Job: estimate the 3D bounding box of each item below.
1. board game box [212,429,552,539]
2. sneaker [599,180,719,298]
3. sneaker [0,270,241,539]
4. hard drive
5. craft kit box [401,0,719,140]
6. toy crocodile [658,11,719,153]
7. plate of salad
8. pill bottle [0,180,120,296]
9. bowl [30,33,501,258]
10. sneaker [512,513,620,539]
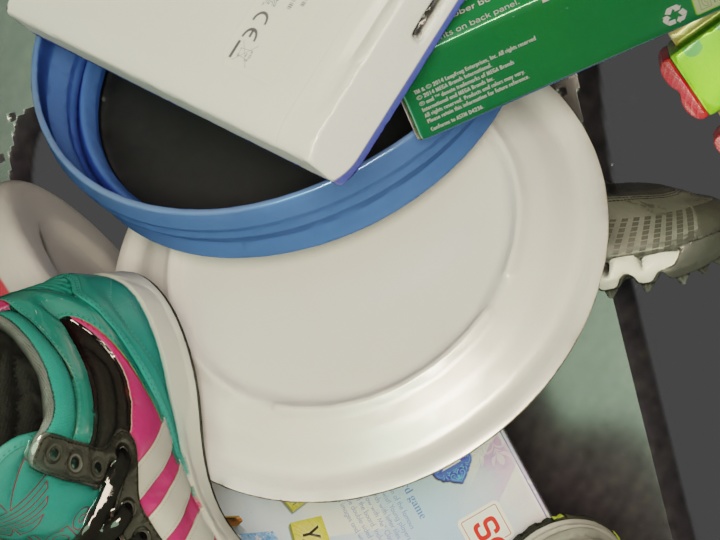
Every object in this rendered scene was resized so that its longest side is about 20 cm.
[{"bbox_3d":[-0.009,0.145,1.020,0.199,0.041,0.201,-29,104,0],"label":"board game box"},{"bbox_3d":[0.051,-0.037,1.028,0.199,0.066,0.091,1,101,10],"label":"sneaker"},{"bbox_3d":[-0.096,0.092,0.889,0.083,0.120,0.201,-32,70,32],"label":"sneaker"},{"bbox_3d":[-0.037,-0.119,0.925,0.025,0.200,0.132,36,85,-43],"label":"hard drive"},{"bbox_3d":[0.081,-0.164,0.943,0.199,0.198,0.049,-24,135,4],"label":"craft kit box"},{"bbox_3d":[0.139,-0.089,1.007,0.062,0.068,0.201,-33,93,11],"label":"toy crocodile"},{"bbox_3d":[0.000,0.000,0.970,0.199,0.048,0.201,-11,56,16],"label":"plate of salad"},{"bbox_3d":[-0.176,0.070,1.049,0.200,0.120,0.120,-41,91,12],"label":"pill bottle"},{"bbox_3d":[-0.029,-0.090,0.984,0.199,0.201,0.039,-17,139,10],"label":"bowl"},{"bbox_3d":[0.107,0.194,0.986,0.075,0.076,0.201,-28,106,-3],"label":"sneaker"}]
